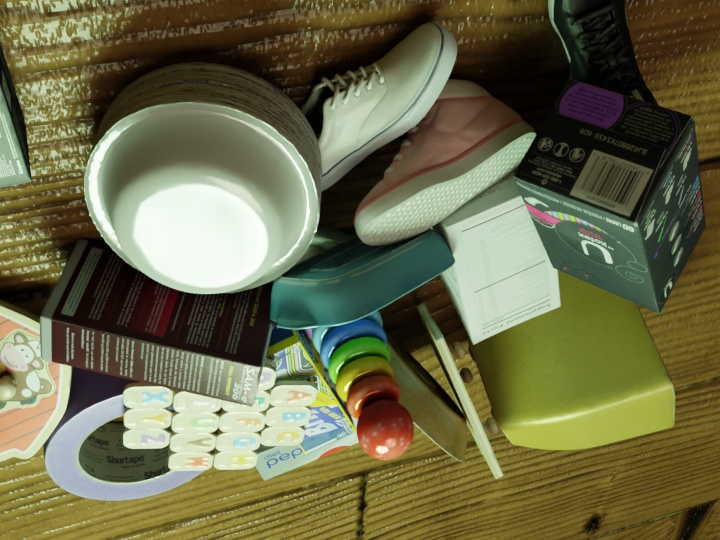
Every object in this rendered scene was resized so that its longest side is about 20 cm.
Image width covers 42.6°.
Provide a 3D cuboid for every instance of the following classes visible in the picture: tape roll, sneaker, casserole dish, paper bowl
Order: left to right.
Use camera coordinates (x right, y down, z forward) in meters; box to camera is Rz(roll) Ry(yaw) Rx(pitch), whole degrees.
[{"bbox_3d":[-0.249,0.162,1.019,0.197,0.086,0.202,-13,138,-12],"label":"tape roll"},{"bbox_3d":[-0.132,-0.062,0.778,0.197,0.105,0.203,0,133,0],"label":"paper bowl"},{"bbox_3d":[-0.002,-0.146,0.812,0.200,0.074,0.070,-42,140,21],"label":"sneaker"},{"bbox_3d":[0.000,0.000,0.854,0.199,0.120,0.039,-28,110,-40],"label":"casserole dish"},{"bbox_3d":[0.057,-0.106,0.849,0.199,0.105,0.076,-32,157,-19],"label":"sneaker"},{"bbox_3d":[0.233,-0.191,0.846,0.072,0.113,0.201,-26,140,2],"label":"sneaker"}]

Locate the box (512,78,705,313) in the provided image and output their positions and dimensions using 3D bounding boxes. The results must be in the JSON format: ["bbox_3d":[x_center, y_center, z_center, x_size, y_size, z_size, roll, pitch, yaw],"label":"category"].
[{"bbox_3d":[0.231,-0.061,0.836,0.107,0.121,0.200,-58,148,-9],"label":"box"}]

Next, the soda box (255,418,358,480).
[{"bbox_3d":[-0.047,0.188,1.160,0.197,0.064,0.069,-21,141,-3],"label":"soda box"}]

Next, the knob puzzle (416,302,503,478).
[{"bbox_3d":[0.117,0.124,1.083,0.030,0.221,0.221,-25,140,0],"label":"knob puzzle"}]

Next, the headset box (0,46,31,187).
[{"bbox_3d":[-0.356,-0.122,0.664,0.197,0.078,0.150,-13,138,-12],"label":"headset box"}]

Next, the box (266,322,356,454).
[{"bbox_3d":[-0.070,0.119,0.997,0.069,0.065,0.201,-24,141,1],"label":"box"}]

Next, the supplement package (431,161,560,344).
[{"bbox_3d":[0.132,-0.038,0.965,0.112,0.110,0.201,-22,140,-2],"label":"supplement package"}]

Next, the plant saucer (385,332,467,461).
[{"bbox_3d":[0.060,0.131,1.054,0.035,0.200,0.200,-44,138,3],"label":"plant saucer"}]

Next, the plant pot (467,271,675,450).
[{"bbox_3d":[0.242,0.111,1.105,0.197,0.197,0.196,-22,153,8],"label":"plant pot"}]

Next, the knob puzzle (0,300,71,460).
[{"bbox_3d":[-0.369,0.109,0.885,0.215,0.031,0.223,-3,116,-6],"label":"knob puzzle"}]

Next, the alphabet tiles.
[{"bbox_3d":[-0.146,0.153,0.952,0.192,0.015,0.201,1,139,-14],"label":"alphabet tiles"}]

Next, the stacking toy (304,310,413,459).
[{"bbox_3d":[0.001,0.096,0.899,0.084,0.202,0.086,-13,140,-11],"label":"stacking toy"}]

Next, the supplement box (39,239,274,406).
[{"bbox_3d":[-0.181,0.047,0.855,0.197,0.110,0.061,13,131,-4],"label":"supplement box"}]

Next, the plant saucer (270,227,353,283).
[{"bbox_3d":[-0.082,0.018,0.969,0.197,0.051,0.202,-14,140,-12],"label":"plant saucer"}]
